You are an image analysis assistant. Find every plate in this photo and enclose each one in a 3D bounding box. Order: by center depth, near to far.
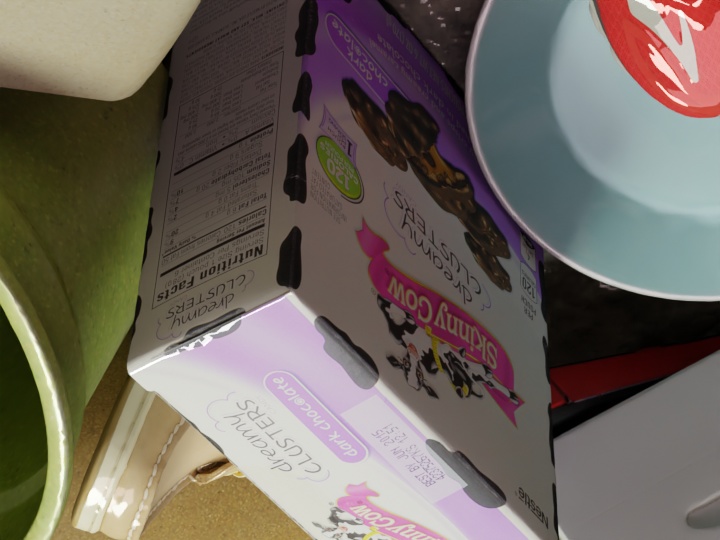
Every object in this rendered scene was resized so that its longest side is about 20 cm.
[{"bbox_3d":[0.139,-0.076,0.848,0.199,0.026,0.201,0,123,1],"label":"plate"}]

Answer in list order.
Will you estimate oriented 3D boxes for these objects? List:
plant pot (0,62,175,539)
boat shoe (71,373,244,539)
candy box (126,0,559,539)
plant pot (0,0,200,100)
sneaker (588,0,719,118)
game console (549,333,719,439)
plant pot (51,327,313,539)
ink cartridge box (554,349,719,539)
[{"bbox_3d":[-0.152,-0.012,0.807,0.200,0.184,0.201,12,125,18],"label":"plant pot"},{"bbox_3d":[-0.045,0.041,0.860,0.069,0.200,0.074,30,129,3],"label":"boat shoe"},{"bbox_3d":[0.000,0.000,0.823,0.071,0.200,0.168,-25,129,24],"label":"candy box"},{"bbox_3d":[-0.121,-0.164,0.685,0.199,0.200,0.177,6,146,-4],"label":"plant pot"},{"bbox_3d":[0.110,-0.135,0.744,0.077,0.085,0.201,-3,121,4],"label":"sneaker"},{"bbox_3d":[0.086,0.105,0.984,0.176,0.031,0.200,-8,144,-35],"label":"game console"},{"bbox_3d":[-0.100,0.094,0.956,0.199,0.187,0.187,-14,135,-10],"label":"plant pot"},{"bbox_3d":[0.133,0.127,0.956,0.144,0.085,0.200,-27,153,-19],"label":"ink cartridge box"}]
